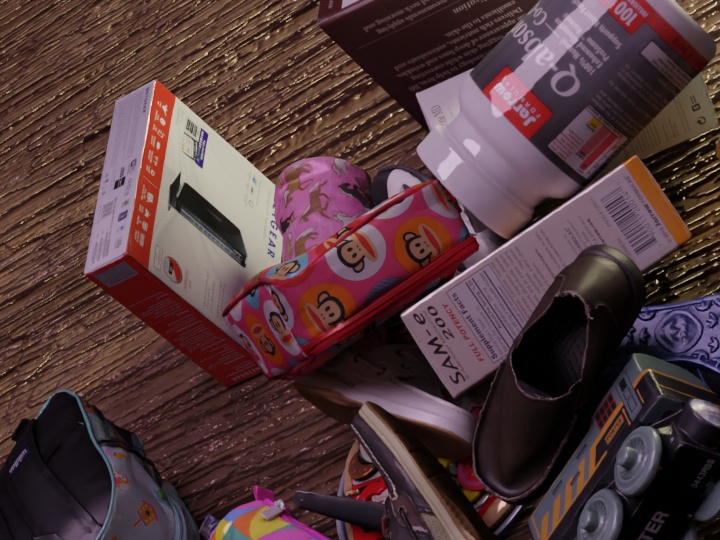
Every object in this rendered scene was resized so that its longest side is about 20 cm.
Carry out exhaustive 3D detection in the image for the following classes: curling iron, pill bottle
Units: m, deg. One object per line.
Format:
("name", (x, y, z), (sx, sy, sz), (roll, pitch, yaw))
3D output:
("curling iron", (0.027, 0.189, 1.669), (0.200, 0.026, 0.050), (18, 82, 36))
("pill bottle", (0.142, -0.123, 1.639), (0.200, 0.116, 0.116), (-46, 35, 10))

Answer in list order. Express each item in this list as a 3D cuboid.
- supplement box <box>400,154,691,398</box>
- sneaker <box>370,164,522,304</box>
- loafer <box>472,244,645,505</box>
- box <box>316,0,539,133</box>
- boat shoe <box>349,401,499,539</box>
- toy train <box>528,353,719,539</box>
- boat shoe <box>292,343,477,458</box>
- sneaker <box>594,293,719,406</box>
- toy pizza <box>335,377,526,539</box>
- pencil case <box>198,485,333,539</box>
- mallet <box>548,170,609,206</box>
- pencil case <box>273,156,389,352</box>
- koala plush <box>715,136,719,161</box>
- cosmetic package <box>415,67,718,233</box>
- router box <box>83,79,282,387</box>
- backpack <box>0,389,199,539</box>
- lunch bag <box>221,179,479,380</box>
("supplement box", (0.132, 0.006, 1.656), (0.200, 0.074, 0.126), (-34, -4, 5))
("sneaker", (0.051, -0.021, 1.842), (0.089, 0.074, 0.200), (-50, 34, -6))
("loafer", (0.116, 0.073, 1.538), (0.073, 0.071, 0.200), (33, 120, 24))
("box", (0.095, -0.224, 1.879), (0.166, 0.200, 0.164), (-22, 42, 32))
("boat shoe", (0.046, 0.177, 1.593), (0.065, 0.073, 0.200), (-41, 64, 9))
("toy train", (0.170, 0.150, 1.516), (0.200, 0.085, 0.114), (-60, 24, 25))
("boat shoe", (0.026, 0.084, 1.718), (0.200, 0.071, 0.069), (17, 69, 54))
("sneaker", (0.230, 0.062, 1.581), (0.200, 0.078, 0.070), (0, 62, 21))
("toy pizza", (0.056, 0.137, 1.724), (0.200, 0.032, 0.200), (-28, 40, 27))
("pencil case", (-0.036, 0.227, 1.691), (0.088, 0.088, 0.200), (-54, 38, -8))
("mallet", (0.139, -0.054, 1.817), (0.066, 0.041, 0.200), (-53, 31, -12))
("pencil case", (-0.026, -0.005, 1.907), (0.200, 0.086, 0.083), (-95, 25, -46))
("koala plush", (0.323, -0.140, 1.621), (0.177, 0.184, 0.200), (36, 107, 60))
("cosmetic package", (0.154, -0.120, 1.763), (0.200, 0.085, 0.108), (-24, 30, 1))
("router box", (-0.143, -0.032, 1.970), (0.049, 0.179, 0.200), (-25, 42, 30))
("backpack", (-0.218, 0.218, 1.836), (0.176, 0.153, 0.200), (-49, 25, 3))
("lunch bag", (0.000, 0.000, 1.705), (0.176, 0.082, 0.200), (-35, 2, -19))
